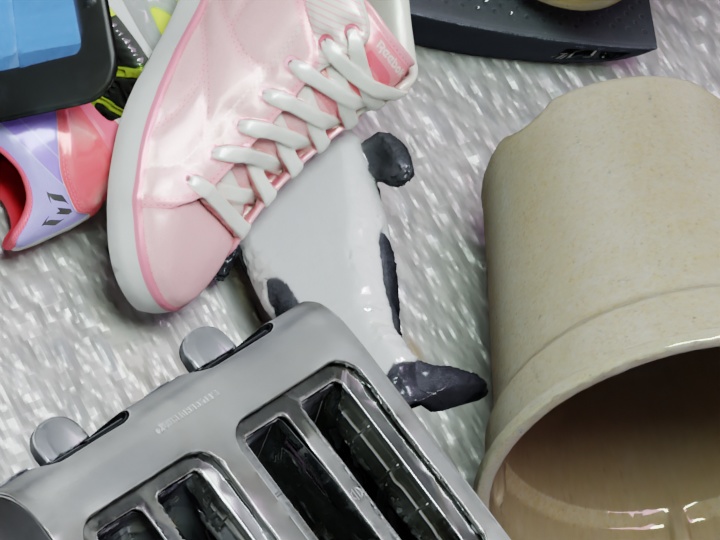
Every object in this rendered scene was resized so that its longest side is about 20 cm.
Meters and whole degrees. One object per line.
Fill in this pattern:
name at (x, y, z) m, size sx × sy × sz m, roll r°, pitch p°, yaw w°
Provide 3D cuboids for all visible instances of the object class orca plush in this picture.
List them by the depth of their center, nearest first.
orca plush at (0.000, 0.000, 1.192) m, size 0.105 × 0.071 × 0.200 m, roll -43°, pitch 51°, yaw -2°

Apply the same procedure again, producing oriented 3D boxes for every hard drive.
hard drive at (0.050, -0.171, 1.340) m, size 0.200 × 0.042 × 0.135 m, roll 7°, pitch 60°, yaw -25°

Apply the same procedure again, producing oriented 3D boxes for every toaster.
toaster at (-0.050, 0.134, 1.061) m, size 0.181 × 0.119 × 0.200 m, roll -31°, pitch 80°, yaw -36°

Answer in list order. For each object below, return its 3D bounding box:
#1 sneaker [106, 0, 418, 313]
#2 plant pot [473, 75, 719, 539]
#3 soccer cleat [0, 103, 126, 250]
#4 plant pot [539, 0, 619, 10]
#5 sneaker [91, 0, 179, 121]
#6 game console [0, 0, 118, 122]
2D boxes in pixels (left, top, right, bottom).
sneaker at (-0.038, -0.072, 1.161) m, size 0.104 × 0.075 × 0.201 m, roll 7°, pitch 66°, yaw 28°
plant pot at (0.135, 0.021, 1.197) m, size 0.200 × 0.201 × 0.184 m, roll 10°, pitch 47°, yaw -23°
soccer cleat at (-0.186, -0.097, 1.163) m, size 0.200 × 0.067 × 0.076 m, roll 47°, pitch 63°, yaw 4°
plant pot at (0.131, -0.236, 1.285) m, size 0.201 × 0.201 × 0.189 m, roll 42°, pitch 66°, yaw 0°
sneaker at (-0.139, -0.154, 1.220) m, size 0.076 × 0.075 × 0.200 m, roll -35°, pitch 92°, yaw -45°
game console at (-0.216, -0.155, 1.092) m, size 0.176 × 0.116 × 0.200 m, roll -6°, pitch 83°, yaw -47°
